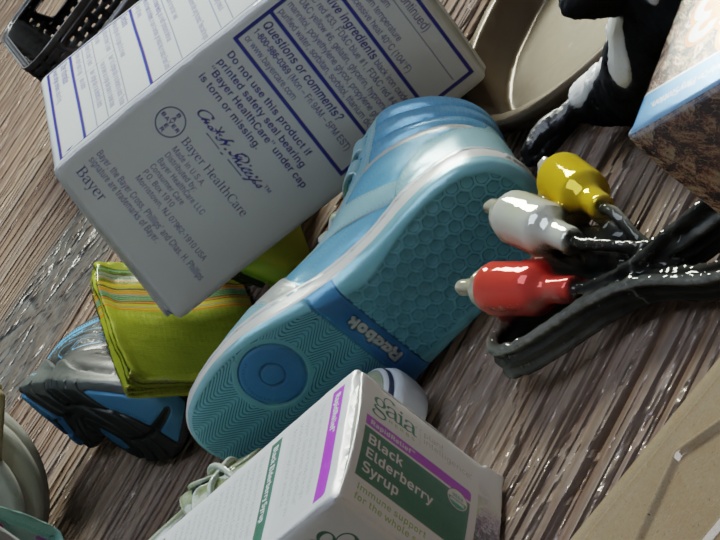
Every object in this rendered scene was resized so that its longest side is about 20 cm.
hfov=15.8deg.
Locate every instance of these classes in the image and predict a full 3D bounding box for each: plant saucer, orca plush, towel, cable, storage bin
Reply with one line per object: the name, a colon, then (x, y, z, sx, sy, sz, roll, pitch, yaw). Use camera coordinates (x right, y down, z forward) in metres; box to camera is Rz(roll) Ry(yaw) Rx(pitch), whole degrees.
plant saucer: (0.121, -0.143, 1.242, 0.200, 0.029, 0.200, -45, 21, 22)
orca plush: (0.126, -0.077, 1.052, 0.200, 0.105, 0.071, -35, 61, 52)
towel: (-0.095, 0.028, 1.386, 0.200, 0.086, 0.018, -124, 31, -70)
cable: (0.096, -0.004, 1.017, 0.097, 0.050, 0.200, -58, 18, -12)
storage bin: (-0.190, -0.191, 1.974, 0.135, 0.094, 0.200, -53, 18, 2)

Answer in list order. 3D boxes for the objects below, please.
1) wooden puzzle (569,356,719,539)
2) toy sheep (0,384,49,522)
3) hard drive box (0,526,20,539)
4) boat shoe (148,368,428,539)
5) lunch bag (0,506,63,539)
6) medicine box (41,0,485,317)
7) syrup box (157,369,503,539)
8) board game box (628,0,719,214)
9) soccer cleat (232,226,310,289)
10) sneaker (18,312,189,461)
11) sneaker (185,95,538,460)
wooden puzzle: (0.102, 0.119, 0.803, 0.185, 0.046, 0.200, -51, 14, 6)
toy sheep: (-0.238, 0.128, 1.467, 0.138, 0.138, 0.200, -54, 4, -2)
hard drive box: (-0.128, 0.195, 0.965, 0.156, 0.200, 0.077, -40, 23, 35)
boat shoe: (-0.051, 0.116, 1.137, 0.200, 0.062, 0.072, -49, 19, 8)
lunch bag: (-0.242, 0.228, 1.313, 0.170, 0.122, 0.201, -36, 39, 31)
medicine box: (-0.056, -0.098, 1.325, 0.200, 0.103, 0.182, -37, 20, 4)
syrup box: (-0.038, 0.137, 1.042, 0.200, 0.079, 0.082, -41, 22, 32)
board game box: (0.202, -0.117, 0.893, 0.159, 0.097, 0.201, -30, 29, 49)
soccer cleat: (-0.059, -0.040, 1.422, 0.084, 0.064, 0.200, -61, 16, 7)
sneaker: (-0.131, 0.052, 1.430, 0.082, 0.073, 0.200, -53, 20, -13)
sneaker: (0.000, 0.000, 1.204, 0.200, 0.080, 0.131, -38, 24, 14)
